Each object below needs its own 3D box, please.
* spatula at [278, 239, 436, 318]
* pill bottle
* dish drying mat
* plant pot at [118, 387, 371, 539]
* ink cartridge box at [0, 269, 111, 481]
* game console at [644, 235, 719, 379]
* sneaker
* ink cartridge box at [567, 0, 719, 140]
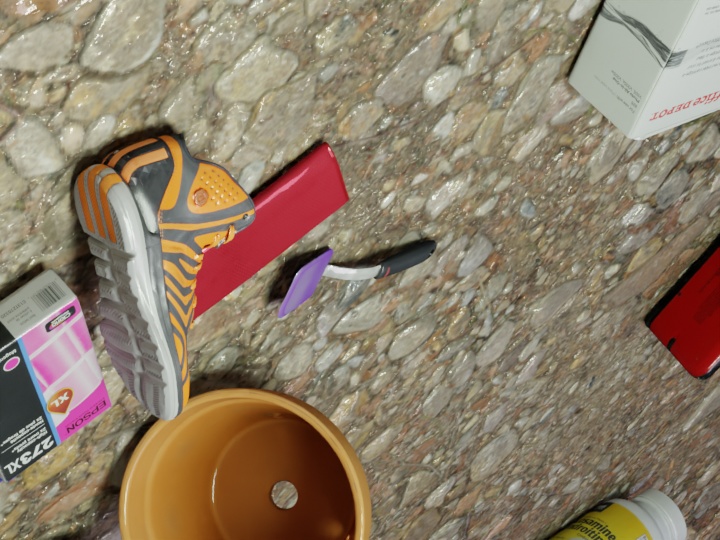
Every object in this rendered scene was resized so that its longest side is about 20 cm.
[{"bbox_3d":[0.000,0.000,1.686,0.200,0.021,0.057,-14,139,-48],"label":"spatula"},{"bbox_3d":[0.302,0.349,2.551,0.200,0.112,0.112,-29,151,-30],"label":"pill bottle"},{"bbox_3d":[-0.094,-0.015,1.530,0.200,0.018,0.077,-38,153,-12],"label":"dish drying mat"},{"bbox_3d":[-0.079,0.189,1.683,0.200,0.200,0.140,-49,172,10],"label":"plant pot"},{"bbox_3d":[-0.228,0.085,1.446,0.095,0.037,0.200,-37,155,-18],"label":"ink cartridge box"},{"bbox_3d":[0.415,0.022,2.228,0.119,0.172,0.200,32,103,-37],"label":"game console"},{"bbox_3d":[-0.118,0.001,1.399,0.112,0.077,0.201,-30,130,-32],"label":"sneaker"},{"bbox_3d":[0.272,-0.218,1.685,0.146,0.084,0.200,-20,145,-41],"label":"ink cartridge box"}]
